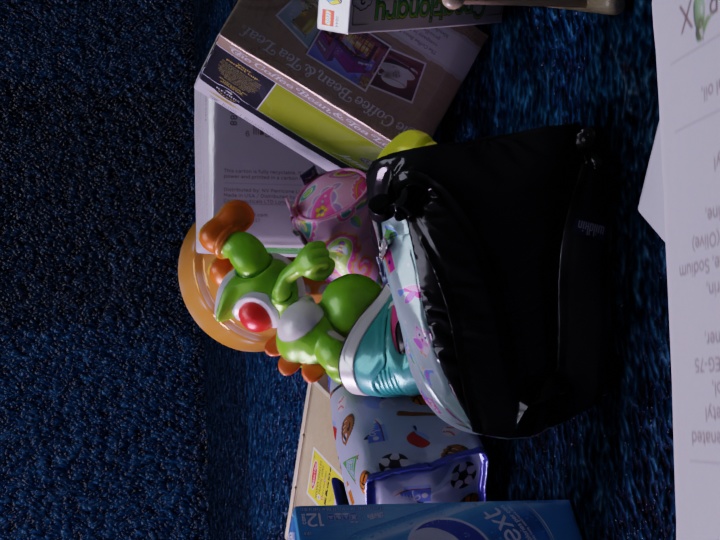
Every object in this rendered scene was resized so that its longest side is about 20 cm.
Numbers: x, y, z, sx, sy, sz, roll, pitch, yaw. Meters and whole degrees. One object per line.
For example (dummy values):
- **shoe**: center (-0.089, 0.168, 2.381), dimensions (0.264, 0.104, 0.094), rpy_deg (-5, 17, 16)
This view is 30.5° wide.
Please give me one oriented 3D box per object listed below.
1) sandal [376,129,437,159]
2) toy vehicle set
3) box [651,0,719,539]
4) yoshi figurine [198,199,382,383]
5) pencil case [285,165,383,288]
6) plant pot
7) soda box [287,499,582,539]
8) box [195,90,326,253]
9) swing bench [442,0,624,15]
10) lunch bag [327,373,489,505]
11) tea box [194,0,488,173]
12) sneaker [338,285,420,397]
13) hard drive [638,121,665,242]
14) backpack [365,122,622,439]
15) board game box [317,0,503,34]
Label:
- **sandal**: center (0.092, -0.039, 1.036), dimensions (0.080, 0.087, 0.200), rpy_deg (-50, 44, 13)
- **toy vehicle set**: center (-0.024, 0.218, 1.322), dimensions (0.124, 0.026, 0.201), rpy_deg (40, 127, 49)
- **box**: center (0.198, -0.008, 0.293), dimensions (0.200, 0.198, 0.172), rpy_deg (158, 112, -76)
- **yoshi figurine**: center (-0.049, 0.016, 1.168), dimensions (0.200, 0.112, 0.112), rpy_deg (42, 115, 33)
- **pencil case**: center (0.000, 0.000, 1.232), dimensions (0.088, 0.087, 0.200), rpy_deg (-110, -3, -57)
- **plant pot**: center (-0.102, -0.011, 1.645), dimensions (0.183, 0.200, 0.201), rpy_deg (-22, 66, 58)
- **soda box**: center (0.051, 0.204, 0.905), dimensions (0.064, 0.199, 0.068), rpy_deg (-104, 20, -47)
- **box**: center (-0.077, -0.118, 1.441), dimensions (0.171, 0.198, 0.201), rpy_deg (176, 95, -77)
- **swing bench**: center (0.097, -0.283, 0.898), dimensions (0.200, 0.129, 0.200), rpy_deg (-129, 41, -70)
- **lunch bag**: center (0.040, 0.197, 1.143), dimensions (0.170, 0.123, 0.200), rpy_deg (-110, 10, -57)
- **tea box**: center (-0.024, -0.186, 1.184), dimensions (0.134, 0.200, 0.197), rpy_deg (-61, 10, -11)
- **sneaker**: center (0.074, 0.023, 1.091), dimensions (0.084, 0.121, 0.200), rpy_deg (52, -123, -42)
- **hard drive**: center (0.198, -0.094, 0.679), dimensions (0.132, 0.026, 0.200), rpy_deg (-112, 27, -59)
- **backpack**: center (0.093, 0.012, 0.888), dimensions (0.127, 0.166, 0.201), rpy_deg (176, 83, -83)
- **board game box**: center (0.047, -0.250, 1.007), dimensions (0.035, 0.200, 0.127), rpy_deg (19, 113, 36)
